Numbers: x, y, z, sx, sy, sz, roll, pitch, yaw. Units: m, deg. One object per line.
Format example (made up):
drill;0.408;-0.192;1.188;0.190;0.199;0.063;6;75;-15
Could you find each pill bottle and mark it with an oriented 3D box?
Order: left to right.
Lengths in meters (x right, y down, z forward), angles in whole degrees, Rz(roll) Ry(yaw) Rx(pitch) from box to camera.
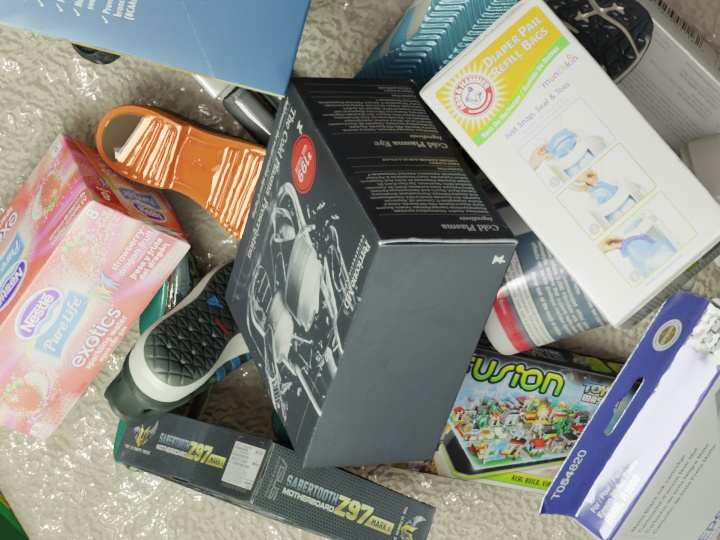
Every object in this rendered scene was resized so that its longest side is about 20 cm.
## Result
pill bottle;0.176;-0.023;1.375;0.199;0.120;0.120;-18;102;13

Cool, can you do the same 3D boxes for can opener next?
can opener;-0.076;-0.131;1.431;0.053;0.066;0.200;-44;102;-11

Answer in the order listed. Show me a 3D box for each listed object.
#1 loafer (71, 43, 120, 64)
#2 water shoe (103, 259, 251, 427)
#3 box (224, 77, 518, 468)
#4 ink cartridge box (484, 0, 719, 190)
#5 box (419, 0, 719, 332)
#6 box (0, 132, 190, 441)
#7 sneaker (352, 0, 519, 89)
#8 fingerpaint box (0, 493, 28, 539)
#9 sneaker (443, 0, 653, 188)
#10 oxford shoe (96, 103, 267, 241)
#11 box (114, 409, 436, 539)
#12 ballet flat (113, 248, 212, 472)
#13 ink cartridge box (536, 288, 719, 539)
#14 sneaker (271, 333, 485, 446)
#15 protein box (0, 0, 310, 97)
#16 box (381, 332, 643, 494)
loafer;-0.167;-0.245;1.402;0.068;0.070;0.201;32;105;20
water shoe;-0.120;0.051;1.429;0.079;0.200;0.072;-41;84;35
box;0.000;0.000;1.313;0.104;0.182;0.201;-2;130;-26
ink cartridge box;0.194;-0.092;1.437;0.160;0.047;0.200;42;121;-6
box;0.146;-0.069;1.265;0.101;0.112;0.200;-40;80;7
box;-0.231;0.014;1.445;0.094;0.103;0.200;25;111;-37
sneaker;0.060;-0.168;1.407;0.076;0.081;0.200;38;124;-7
fingerpaint box;-0.376;0.244;1.551;0.199;0.073;0.167;-26;101;11
sneaker;0.123;-0.126;1.379;0.200;0.086;0.078;-35;73;9
oxford shoe;-0.097;-0.074;1.442;0.199;0.073;0.072;29;104;2
box;-0.065;0.156;1.411;0.157;0.200;0.051;27;80;-34
ballet flat;-0.143;0.062;1.495;0.074;0.074;0.201;14;107;1
ink cartridge box;0.244;0.115;1.411;0.041;0.200;0.200;42;110;38
sneaker;0.012;0.064;1.460;0.200;0.078;0.080;-34;130;4
protein box;-0.129;-0.243;1.298;0.199;0.135;0.199;13;101;-12
box;0.109;0.107;1.449;0.199;0.035;0.110;12;110;-22
